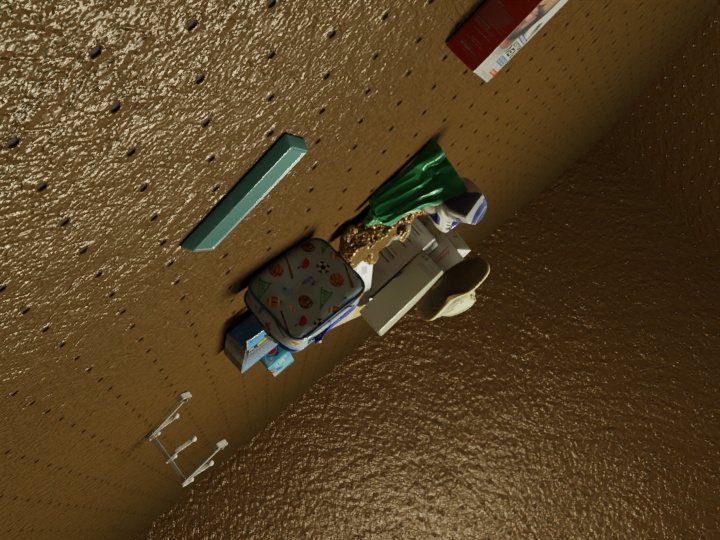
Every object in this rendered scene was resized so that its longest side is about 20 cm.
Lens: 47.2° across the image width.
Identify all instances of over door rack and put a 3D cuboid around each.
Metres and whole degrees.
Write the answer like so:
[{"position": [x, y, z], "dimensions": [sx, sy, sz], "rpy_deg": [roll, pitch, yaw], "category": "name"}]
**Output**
[{"position": [-0.379, 0.374, 1.836], "dimensions": [0.067, 0.148, 0.200], "rpy_deg": [-27, 163, -52], "category": "over door rack"}]

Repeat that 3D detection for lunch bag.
[{"position": [-0.097, 0.046, 1.447], "dimensions": [0.200, 0.160, 0.076], "rpy_deg": [-38, 170, -30], "category": "lunch bag"}]

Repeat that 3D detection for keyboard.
[{"position": [0.000, 0.000, 1.782], "dimensions": [0.056, 0.011, 0.200], "rpy_deg": [-14, 131, -22], "category": "keyboard"}]

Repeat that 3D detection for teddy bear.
[{"position": [0.032, -0.078, 1.668], "dimensions": [0.200, 0.067, 0.145], "rpy_deg": [-37, 154, -16], "category": "teddy bear"}]

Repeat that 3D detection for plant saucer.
[{"position": [-0.145, -0.093, 1.046], "dimensions": [0.200, 0.019, 0.070], "rpy_deg": [-43, 171, 14], "category": "plant saucer"}]

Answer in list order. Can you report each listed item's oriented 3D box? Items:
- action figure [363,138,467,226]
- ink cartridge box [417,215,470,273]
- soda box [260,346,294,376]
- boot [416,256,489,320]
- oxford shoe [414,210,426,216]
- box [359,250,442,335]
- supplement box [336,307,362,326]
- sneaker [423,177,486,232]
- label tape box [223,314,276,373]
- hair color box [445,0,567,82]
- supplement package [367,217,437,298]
[{"position": [0.090, -0.147, 1.578], "dimensions": [0.200, 0.118, 0.055], "rpy_deg": [-33, 180, 2], "category": "action figure"}, {"position": [0.180, -0.056, 1.982], "dimensions": [0.116, 0.200, 0.067], "rpy_deg": [-46, 155, 28], "category": "ink cartridge box"}, {"position": [-0.214, 0.209, 2.034], "dimensions": [0.068, 0.064, 0.200], "rpy_deg": [-40, 170, -9], "category": "soda box"}, {"position": [0.235, 0.041, 1.898], "dimensions": [0.200, 0.072, 0.155], "rpy_deg": [-43, 160, 22], "category": "boot"}, {"position": [0.113, -0.139, 1.742], "dimensions": [0.200, 0.073, 0.071], "rpy_deg": [-42, 172, 3], "category": "oxford shoe"}, {"position": [0.092, 0.052, 1.848], "dimensions": [0.200, 0.068, 0.082], "rpy_deg": [-43, 168, -5], "category": "box"}, {"position": [-0.020, 0.069, 2.021], "dimensions": [0.200, 0.074, 0.126], "rpy_deg": [-24, 166, -15], "category": "supplement box"}, {"position": [0.186, -0.127, 1.647], "dimensions": [0.081, 0.199, 0.115], "rpy_deg": [-50, 130, -11], "category": "sneaker"}, {"position": [-0.198, 0.115, 1.659], "dimensions": [0.143, 0.066, 0.200], "rpy_deg": [-39, 168, -24], "category": "label tape box"}, {"position": [0.222, -0.366, 1.169], "dimensions": [0.200, 0.064, 0.111], "rpy_deg": [-46, 169, 17], "category": "hair color box"}, {"position": [0.068, -0.039, 1.900], "dimensions": [0.200, 0.110, 0.114], "rpy_deg": [-42, 170, 2], "category": "supplement package"}]
